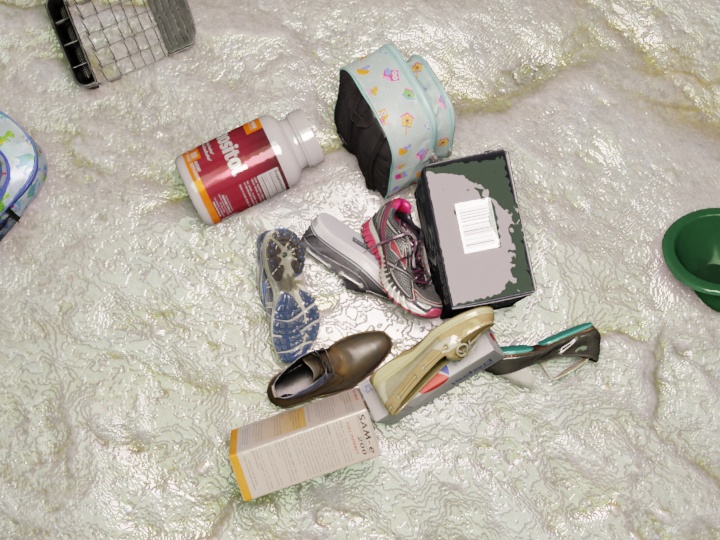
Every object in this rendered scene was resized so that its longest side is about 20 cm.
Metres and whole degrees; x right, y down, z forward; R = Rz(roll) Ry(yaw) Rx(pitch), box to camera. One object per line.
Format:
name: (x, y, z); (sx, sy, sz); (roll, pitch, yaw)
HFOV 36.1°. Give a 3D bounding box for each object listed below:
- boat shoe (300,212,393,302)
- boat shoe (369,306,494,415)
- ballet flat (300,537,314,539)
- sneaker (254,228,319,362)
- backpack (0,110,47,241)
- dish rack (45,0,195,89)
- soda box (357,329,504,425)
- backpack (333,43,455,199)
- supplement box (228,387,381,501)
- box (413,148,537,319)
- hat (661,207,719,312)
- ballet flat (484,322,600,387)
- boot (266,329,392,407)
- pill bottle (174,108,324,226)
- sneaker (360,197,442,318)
boat shoe: (0.000, 0.000, 1.612); (0.199, 0.072, 0.068); (35, 118, -10)
boat shoe: (0.105, 0.119, 1.488); (0.200, 0.073, 0.063); (-35, 72, 14)
ballet flat: (-0.095, 0.414, 1.565); (0.199, 0.069, 0.070); (-14, 83, -1)
sneaker: (-0.113, 0.033, 1.606); (0.077, 0.085, 0.202); (-10, 104, -26)
backpack: (-0.559, -0.138, 1.583); (0.183, 0.147, 0.200); (41, 82, 2)
dish rack: (-0.354, -0.370, 1.657); (0.199, 0.055, 0.154); (-23, 85, -3)
soda box: (0.100, 0.142, 1.560); (0.199, 0.068, 0.064); (-32, 68, 11)
backpack: (0.046, -0.219, 1.558); (0.153, 0.200, 0.177); (-27, 73, -4)
supplement box: (-0.079, 0.241, 1.544); (0.199, 0.126, 0.074); (-19, 99, -2)
box: (0.156, -0.045, 1.549); (0.123, 0.197, 0.202); (-11, 83, -1)
hat: (0.533, 0.037, 1.633); (0.164, 0.177, 0.201); (-13, 46, 0)
ballet flat: (0.256, 0.130, 1.596); (0.199, 0.068, 0.069); (-13, 92, -2)
boot: (-0.043, 0.142, 1.576); (0.199, 0.097, 0.075); (-27, 84, -3)
pill bottle: (-0.159, -0.155, 1.603); (0.199, 0.113, 0.114); (-26, 84, -4)
sneaker: (0.065, -0.017, 1.562); (0.075, 0.080, 0.201); (-45, 53, 27)
